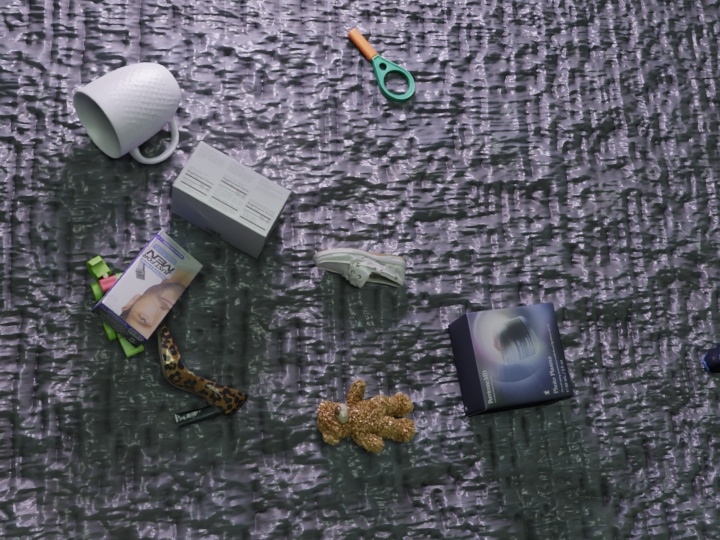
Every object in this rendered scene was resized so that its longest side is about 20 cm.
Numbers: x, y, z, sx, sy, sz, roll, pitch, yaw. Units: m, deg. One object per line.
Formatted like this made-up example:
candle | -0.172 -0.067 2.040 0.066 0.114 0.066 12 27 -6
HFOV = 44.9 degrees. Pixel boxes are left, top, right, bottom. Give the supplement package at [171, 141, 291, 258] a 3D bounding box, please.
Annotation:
supplement package | -0.257 -0.135 1.711 0.200 0.156 0.111 30 71 -4

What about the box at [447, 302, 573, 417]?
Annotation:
box | 0.305 0.183 1.784 0.198 0.123 0.201 -7 75 -15

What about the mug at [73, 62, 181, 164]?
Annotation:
mug | -0.441 -0.308 1.735 0.175 0.147 0.200 -40 117 -28

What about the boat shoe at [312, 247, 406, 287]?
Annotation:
boat shoe | 0.000 0.000 1.784 0.199 0.071 0.070 6 71 -14

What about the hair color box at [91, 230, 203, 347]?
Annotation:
hair color box | -0.397 0.033 1.636 0.109 0.065 0.200 42 53 -15

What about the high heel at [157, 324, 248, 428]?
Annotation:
high heel | -0.300 0.185 1.645 0.142 0.071 0.201 -15 95 -12

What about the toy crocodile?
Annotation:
toy crocodile | -0.463 0.067 1.648 0.067 0.062 0.201 -19 80 -19

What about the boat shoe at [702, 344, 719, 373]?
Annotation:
boat shoe | 0.865 0.179 1.959 0.200 0.069 0.084 -32 84 -21

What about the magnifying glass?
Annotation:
magnifying glass | 0.045 -0.463 1.961 0.080 0.022 0.200 -39 86 -21

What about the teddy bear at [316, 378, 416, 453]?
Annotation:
teddy bear | 0.016 0.287 1.706 0.199 0.067 0.145 17 68 -10
